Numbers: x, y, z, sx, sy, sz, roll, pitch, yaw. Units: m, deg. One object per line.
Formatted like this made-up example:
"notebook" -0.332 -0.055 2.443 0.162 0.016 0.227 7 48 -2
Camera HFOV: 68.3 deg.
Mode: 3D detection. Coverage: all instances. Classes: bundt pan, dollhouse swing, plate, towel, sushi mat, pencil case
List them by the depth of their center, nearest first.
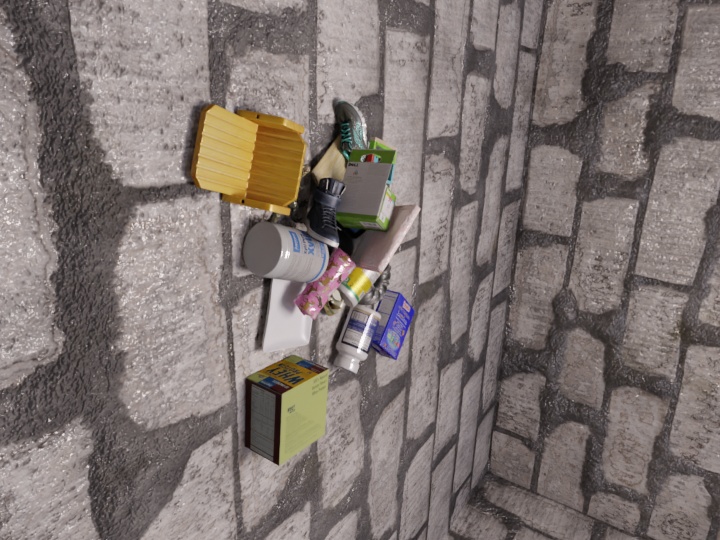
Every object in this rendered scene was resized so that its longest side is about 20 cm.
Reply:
"dollhouse swing" -0.235 -0.242 1.144 0.176 0.177 0.206 -3 105 -78
"pencil case" -0.097 0.036 1.432 0.201 0.082 0.087 -52 146 -8
"towel" 0.060 -0.092 1.446 0.032 0.190 0.203 36 79 -25
"plate" -0.196 0.112 1.451 0.198 0.032 0.205 -1 101 -58
"sushi mat" -0.071 -0.291 1.479 0.097 0.012 0.202 59 43 -32
"bundt pan" 0.038 0.023 1.760 0.200 0.074 0.207 -27 123 -51

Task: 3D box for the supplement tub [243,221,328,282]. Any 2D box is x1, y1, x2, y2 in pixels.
"supplement tub" -0.181 -0.042 1.326 0.199 0.129 0.136 10 93 -60

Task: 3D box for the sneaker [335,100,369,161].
"sneaker" -0.025 -0.369 1.485 0.091 0.076 0.203 -47 122 -42

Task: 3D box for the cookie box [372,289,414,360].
"cookie box" 0.111 0.198 1.942 0.171 0.074 0.204 48 61 -53

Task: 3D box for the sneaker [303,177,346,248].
"sneaker" -0.080 -0.152 1.345 0.076 0.203 0.149 20 107 -28

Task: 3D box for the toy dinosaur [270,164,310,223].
"toy dinosaur" -0.176 -0.174 1.371 0.088 0.047 0.204 42 67 -45

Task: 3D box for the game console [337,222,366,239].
"game console" -0.019 -0.218 1.540 0.199 0.114 0.180 -40 133 -45

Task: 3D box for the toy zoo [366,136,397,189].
"toy zoo" 0.053 -0.270 1.545 0.130 0.020 0.206 7 93 -57

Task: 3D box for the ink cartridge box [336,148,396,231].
"ink cartridge box" 0.024 -0.218 1.429 0.076 0.145 0.205 37 65 -57

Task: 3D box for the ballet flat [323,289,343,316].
"ballet flat" -0.083 0.085 1.562 0.072 0.069 0.201 -62 156 -22

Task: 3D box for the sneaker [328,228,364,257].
"sneaker" -0.047 -0.101 1.580 0.107 0.074 0.201 50 32 -16

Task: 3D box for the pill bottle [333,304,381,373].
"pill bottle" -0.015 0.220 1.710 0.111 0.109 0.204 39 68 -56

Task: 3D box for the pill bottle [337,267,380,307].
"pill bottle" 0.000 0.000 1.617 0.201 0.112 0.114 -50 141 -16

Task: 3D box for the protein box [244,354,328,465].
"protein box" -0.199 0.371 1.443 0.197 0.132 0.206 -17 116 -54
